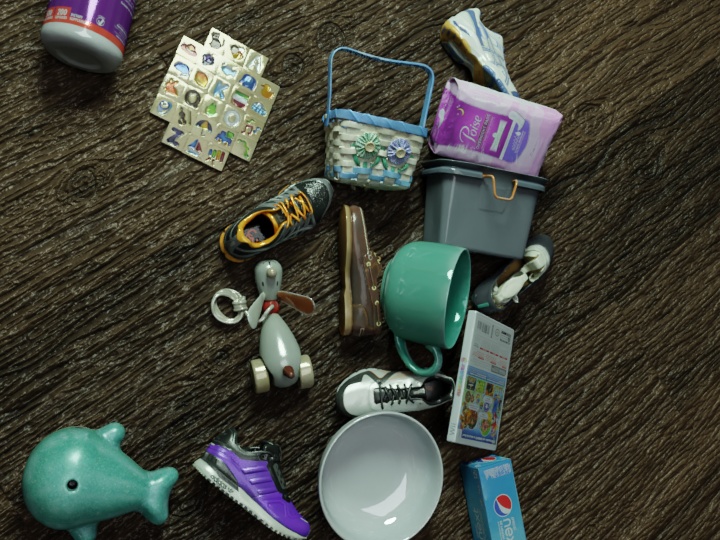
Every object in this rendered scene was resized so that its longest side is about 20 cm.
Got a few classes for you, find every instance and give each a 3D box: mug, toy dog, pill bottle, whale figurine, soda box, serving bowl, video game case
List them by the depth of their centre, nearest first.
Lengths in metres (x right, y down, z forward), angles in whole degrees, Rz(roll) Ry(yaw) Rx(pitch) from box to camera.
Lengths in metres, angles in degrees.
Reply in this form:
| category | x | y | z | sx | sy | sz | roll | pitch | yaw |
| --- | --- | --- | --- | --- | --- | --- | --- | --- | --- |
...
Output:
| category | x | y | z | sx | sy | sz | roll | pitch | yaw |
| --- | --- | --- | --- | --- | --- | --- | --- | --- | --- |
| whale figurine | -0.342 | 0.283 | 0.965 | 0.197 | 0.104 | 0.162 | 19 | 77 | -17 |
| pill bottle | -0.372 | -0.392 | 1.030 | 0.110 | 0.112 | 0.204 | 13 | 79 | -17 |
| toy dog | -0.123 | 0.089 | 1.070 | 0.131 | 0.096 | 0.203 | -29 | 94 | -20 |
| serving bowl | 0.024 | 0.309 | 1.107 | 0.196 | 0.066 | 0.205 | -1 | 92 | -18 |
| mug | 0.092 | 0.046 | 1.117 | 0.112 | 0.153 | 0.187 | 10 | 56 | 20 |
| soda box | 0.217 | 0.404 | 1.169 | 0.063 | 0.068 | 0.204 | -9 | 86 | -21 |
| video game case | 0.196 | 0.180 | 1.176 | 0.142 | 0.018 | 0.204 | 25 | 73 | -50 |

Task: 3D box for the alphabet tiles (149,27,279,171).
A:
| category | x | y | z | sx | sy | sz | roll | pitch | yaw |
| --- | --- | --- | --- | --- | --- | --- | --- | --- | --- |
| alphabet tiles | -0.221 | -0.263 | 1.125 | 0.164 | 0.006 | 0.203 | 24 | 76 | -15 |

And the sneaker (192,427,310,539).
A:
| category | x | y | z | sx | sy | sz | roll | pitch | yaw |
| --- | --- | --- | --- | --- | --- | --- | --- | --- | --- |
| sneaker | -0.136 | 0.302 | 1.055 | 0.199 | 0.069 | 0.100 | 41 | 70 | -11 |

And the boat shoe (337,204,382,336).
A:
| category | x | y | z | sx | sy | sz | roll | pitch | yaw |
| --- | --- | --- | --- | --- | --- | --- | --- | --- | --- |
| boat shoe | 0.000 | 0.000 | 1.140 | 0.069 | 0.070 | 0.205 | -2 | 92 | -12 |

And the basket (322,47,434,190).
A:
| category | x | y | z | sx | sy | sz | roll | pitch | yaw |
| --- | --- | --- | --- | --- | --- | --- | --- | --- | --- |
| basket | 0.026 | -0.230 | 1.138 | 0.173 | 0.139 | 0.205 | 4 | 91 | -19 |

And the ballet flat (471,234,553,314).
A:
| category | x | y | z | sx | sy | sz | roll | pitch | yaw |
| --- | --- | --- | --- | --- | --- | --- | --- | --- | --- |
| ballet flat | 0.273 | 0.006 | 1.236 | 0.199 | 0.073 | 0.074 | -37 | 96 | -20 |

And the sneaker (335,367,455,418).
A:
| category | x | y | z | sx | sy | sz | roll | pitch | yaw |
| --- | --- | --- | --- | --- | --- | --- | --- | --- | --- |
| sneaker | 0.057 | 0.185 | 1.133 | 0.196 | 0.080 | 0.075 | -8 | 88 | -18 |

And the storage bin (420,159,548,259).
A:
| category | x | y | z | sx | sy | sz | roll | pitch | yaw |
| --- | --- | --- | --- | --- | --- | --- | --- | --- | --- |
| storage bin | 0.197 | -0.095 | 1.192 | 0.196 | 0.145 | 0.137 | 7 | 91 | -18 |

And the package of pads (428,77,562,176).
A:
| category | x | y | z | sx | sy | sz | roll | pitch | yaw |
| --- | --- | --- | --- | --- | --- | --- | --- | --- | --- |
| package of pads | 0.222 | -0.233 | 1.213 | 0.196 | 0.076 | 0.122 | 14 | 113 | -12 |

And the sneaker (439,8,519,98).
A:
| category | x | y | z | sx | sy | sz | roll | pitch | yaw |
| --- | --- | --- | --- | --- | --- | --- | --- | --- | --- |
| sneaker | 0.227 | -0.362 | 1.260 | 0.088 | 0.075 | 0.201 | -39 | 98 | -20 |

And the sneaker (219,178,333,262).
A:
| category | x | y | z | sx | sy | sz | roll | pitch | yaw |
| --- | --- | --- | --- | --- | --- | --- | --- | --- | --- |
| sneaker | -0.118 | -0.078 | 1.103 | 0.199 | 0.077 | 0.079 | -37 | 94 | -21 |
